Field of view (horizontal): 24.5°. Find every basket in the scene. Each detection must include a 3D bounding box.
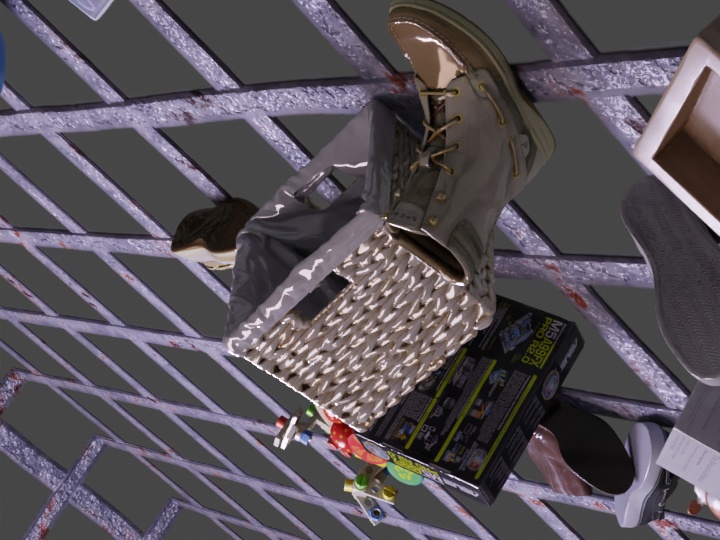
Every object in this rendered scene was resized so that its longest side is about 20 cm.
[{"bbox_3d":[0.002,-0.004,1.469,0.161,0.201,0.198,37,118,-21],"label":"basket"}]

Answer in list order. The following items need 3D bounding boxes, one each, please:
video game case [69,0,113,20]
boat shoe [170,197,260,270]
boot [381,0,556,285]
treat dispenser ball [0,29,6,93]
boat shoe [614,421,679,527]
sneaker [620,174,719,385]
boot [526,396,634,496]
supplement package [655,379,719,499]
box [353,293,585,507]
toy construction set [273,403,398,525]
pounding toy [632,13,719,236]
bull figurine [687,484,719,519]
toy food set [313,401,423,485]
[{"bbox_3d":[-0.299,-0.324,1.537,0.200,0.023,0.182,38,160,-13],"label":"video game case"},{"bbox_3d":[-0.147,-0.037,1.922,0.066,0.074,0.200,29,167,-28],"label":"boat shoe"},{"bbox_3d":[0.061,-0.100,1.299,0.072,0.155,0.200,9,150,49],"label":"boot"},{"bbox_3d":[-0.483,-0.228,1.787,0.200,0.202,0.201,29,160,12],"label":"treat dispenser ball"},{"bbox_3d":[0.318,0.220,1.808,0.056,0.069,0.200,-4,149,-4],"label":"boat shoe"},{"bbox_3d":[0.272,0.026,1.287,0.073,0.201,0.116,-28,134,17],"label":"sneaker"},{"bbox_3d":[0.248,0.223,1.881,0.186,0.064,0.200,47,167,33],"label":"boot"},{"bbox_3d":[0.383,0.162,1.480,0.199,0.110,0.114,29,161,13],"label":"supplement package"},{"bbox_3d":[0.109,0.118,1.673,0.159,0.201,0.044,19,157,32],"label":"box"},{"bbox_3d":[-0.023,0.244,2.280,0.199,0.132,0.092,34,162,-4],"label":"toy construction set"},{"bbox_3d":[0.300,-0.095,1.010,0.184,0.142,0.200,44,160,12],"label":"pounding toy"},{"bbox_3d":[0.429,0.255,1.701,0.121,0.065,0.200,37,163,-20],"label":"bull figurine"},{"bbox_3d":[0.020,0.191,2.150,0.197,0.049,0.201,19,141,19],"label":"toy food set"}]
